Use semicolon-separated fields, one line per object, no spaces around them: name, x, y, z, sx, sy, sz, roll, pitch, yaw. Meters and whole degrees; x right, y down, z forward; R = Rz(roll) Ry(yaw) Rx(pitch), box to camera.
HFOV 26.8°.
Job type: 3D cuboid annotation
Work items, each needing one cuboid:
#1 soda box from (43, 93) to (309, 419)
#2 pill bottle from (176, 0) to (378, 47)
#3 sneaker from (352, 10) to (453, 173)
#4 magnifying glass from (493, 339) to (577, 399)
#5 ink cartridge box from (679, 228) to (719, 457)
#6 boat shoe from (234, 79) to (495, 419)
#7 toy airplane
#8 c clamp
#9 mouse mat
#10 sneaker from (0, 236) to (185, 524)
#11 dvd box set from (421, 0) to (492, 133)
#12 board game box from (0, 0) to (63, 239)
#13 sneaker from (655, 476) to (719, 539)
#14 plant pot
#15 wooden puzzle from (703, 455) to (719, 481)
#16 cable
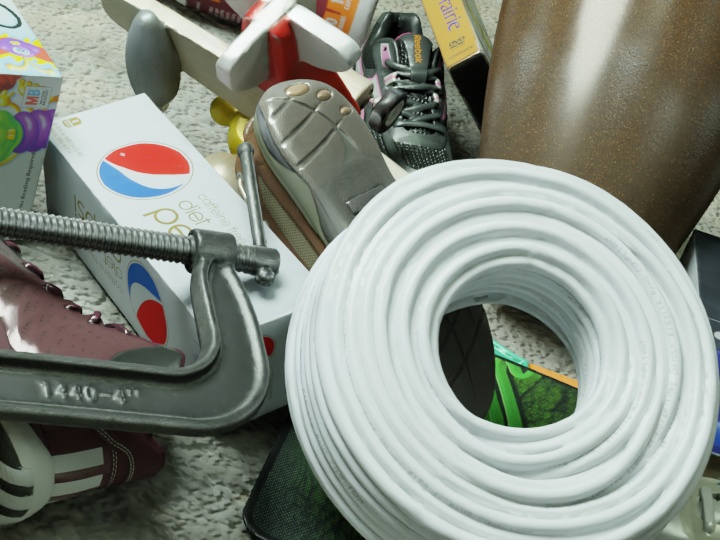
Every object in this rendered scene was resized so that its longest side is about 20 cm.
soda box;-0.095;-0.010;0.785;0.068;0.064;0.200;-21;47;-27
pill bottle;-0.080;-0.245;1.157;0.198;0.115;0.115;17;29;-7
sneaker;0.026;-0.116;1.037;0.079;0.087;0.201;7;32;-20
magnifying glass;0.072;0.054;0.846;0.198;0.023;0.080;22;29;0
ink cartridge box;0.228;0.046;0.847;0.098;0.040;0.200;19;29;0
boat shoe;0.000;0.000;0.777;0.075;0.072;0.201;-19;76;-41
toy airplane;-0.053;-0.088;0.881;0.199;0.142;0.200;38;-2;-31
c clamp;-0.118;0.004;0.665;0.198;0.027;0.172;4;49;-31
mouse mat;0.040;0.094;0.752;0.159;0.008;0.201;22;34;2
sneaker;-0.148;0.029;0.696;0.115;0.076;0.201;-2;46;-35
dvd box set;0.071;-0.176;1.084;0.147;0.029;0.201;53;16;-53
board game box;-0.252;-0.114;0.833;0.102;0.106;0.200;0;36;-34
sneaker;0.204;0.120;0.729;0.198;0.094;0.071;19;44;-7
plant pot;0.148;-0.073;0.931;0.185;0.187;0.202;21;68;2
wooden puzzle;0.253;0.097;0.861;0.198;0.047;0.186;22;28;5
cable;0.064;0.046;0.688;0.198;0.069;0.201;24;63;-2
